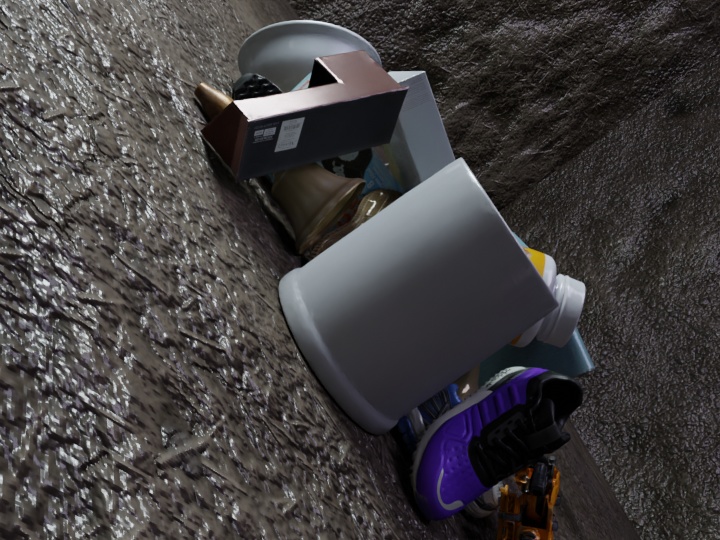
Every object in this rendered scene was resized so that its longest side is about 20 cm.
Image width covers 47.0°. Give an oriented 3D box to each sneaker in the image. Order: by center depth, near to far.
[{"bbox_3d":[0.130,0.148,0.740,0.099,0.199,0.070,-7,-66,51],"label":"sneaker"},{"bbox_3d":[0.113,0.183,0.839,0.200,0.085,0.078,48,12,-41],"label":"sneaker"},{"bbox_3d":[0.000,0.000,0.925,0.200,0.070,0.114,-49,151,-51],"label":"sneaker"},{"bbox_3d":[-0.094,-0.153,1.008,0.201,0.070,0.090,51,-4,-26],"label":"sneaker"}]

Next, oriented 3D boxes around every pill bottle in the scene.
[{"bbox_3d":[0.148,0.017,0.941,0.197,0.111,0.109,20,11,2],"label":"pill bottle"}]

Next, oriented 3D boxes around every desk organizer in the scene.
[{"bbox_3d":[-0.055,-0.160,0.829,0.198,0.072,0.077,-20,56,-36],"label":"desk organizer"}]

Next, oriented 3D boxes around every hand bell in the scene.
[{"bbox_3d":[-0.099,-0.124,0.872,0.200,0.104,0.104,44,10,4],"label":"hand bell"}]

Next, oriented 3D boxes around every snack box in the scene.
[{"bbox_3d":[-0.037,-0.114,0.969,0.200,0.116,0.037,49,-3,-33],"label":"snack box"}]

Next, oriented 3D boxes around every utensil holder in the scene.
[{"bbox_3d":[0.053,0.020,0.746,0.171,0.199,0.170,52,10,-13],"label":"utensil holder"}]

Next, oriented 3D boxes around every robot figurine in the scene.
[{"bbox_3d":[0.174,0.259,0.857,0.200,0.057,0.148,22,73,-72],"label":"robot figurine"}]

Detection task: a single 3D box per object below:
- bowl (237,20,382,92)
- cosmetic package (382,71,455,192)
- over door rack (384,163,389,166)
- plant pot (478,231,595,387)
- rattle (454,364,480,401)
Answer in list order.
[{"bbox_3d":[-0.070,-0.235,1.106,0.201,0.198,0.092,39,49,-57],"label":"bowl"},{"bbox_3d":[0.060,-0.158,0.989,0.200,0.051,0.153,-123,-167,-74],"label":"cosmetic package"},{"bbox_3d":[0.061,-0.124,1.291,0.148,0.198,0.067,47,53,-36],"label":"over door rack"},{"bbox_3d":[0.181,0.066,1.089,0.196,0.193,0.203,21,49,-72],"label":"plant pot"},{"bbox_3d":[0.069,0.136,0.940,0.201,0.140,0.132,66,32,-45],"label":"rattle"}]
